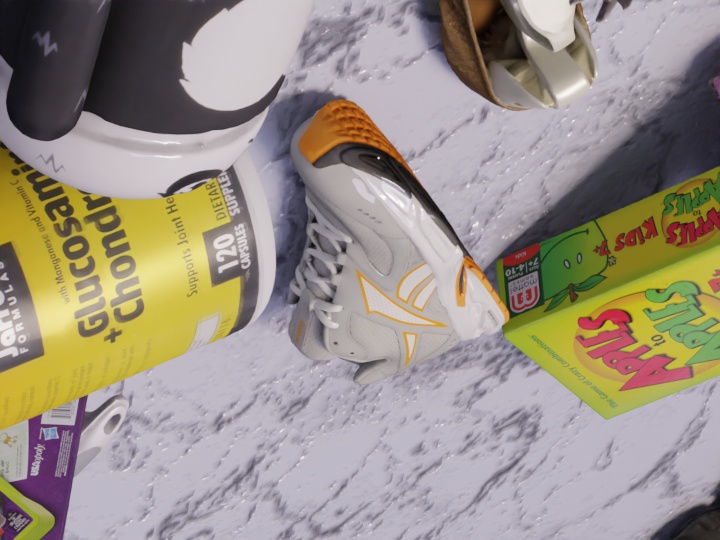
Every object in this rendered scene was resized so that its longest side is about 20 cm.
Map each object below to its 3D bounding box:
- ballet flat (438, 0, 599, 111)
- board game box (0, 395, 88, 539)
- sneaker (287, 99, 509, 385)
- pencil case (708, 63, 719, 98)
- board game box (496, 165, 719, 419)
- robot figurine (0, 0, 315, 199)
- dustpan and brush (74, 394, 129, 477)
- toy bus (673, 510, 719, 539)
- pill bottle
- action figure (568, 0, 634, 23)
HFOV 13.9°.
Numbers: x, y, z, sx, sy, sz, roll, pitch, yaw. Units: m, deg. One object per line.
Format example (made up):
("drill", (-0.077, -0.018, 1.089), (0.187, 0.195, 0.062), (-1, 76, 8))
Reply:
("ballet flat", (0.070, -0.113, 1.265), (0.068, 0.072, 0.200), (-32, 148, -8))
("board game box", (-0.189, 0.121, 1.256), (0.119, 0.032, 0.201), (1, 121, -21))
("sneaker", (0.000, 0.000, 1.339), (0.092, 0.076, 0.200), (-35, 148, 2))
("pencil case", (0.222, -0.044, 1.498), (0.083, 0.087, 0.201), (-32, 148, -15))
("board game box", (0.178, 0.001, 1.447), (0.199, 0.048, 0.101), (-24, 141, 26))
("robot figurine", (-0.070, -0.118, 1.060), (0.149, 0.125, 0.201), (-4, 134, -32))
("dustpan and brush", (-0.172, 0.114, 1.309), (0.139, 0.057, 0.200), (12, 122, -52))
("toy bus", (0.290, 0.183, 1.831), (0.200, 0.136, 0.192), (-52, 160, 16))
("pill bottle", (-0.141, 0.002, 1.152), (0.199, 0.112, 0.112), (-23, 145, -26))
("action figure", (0.096, -0.187, 1.164), (0.069, 0.131, 0.201), (2, 140, 10))
